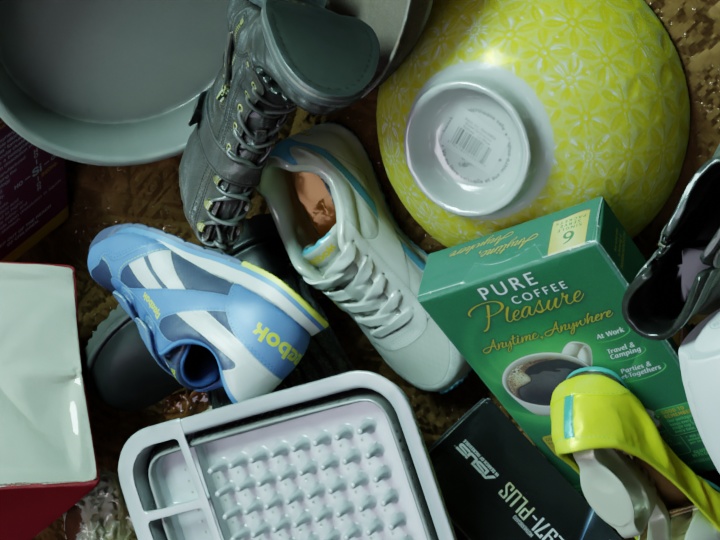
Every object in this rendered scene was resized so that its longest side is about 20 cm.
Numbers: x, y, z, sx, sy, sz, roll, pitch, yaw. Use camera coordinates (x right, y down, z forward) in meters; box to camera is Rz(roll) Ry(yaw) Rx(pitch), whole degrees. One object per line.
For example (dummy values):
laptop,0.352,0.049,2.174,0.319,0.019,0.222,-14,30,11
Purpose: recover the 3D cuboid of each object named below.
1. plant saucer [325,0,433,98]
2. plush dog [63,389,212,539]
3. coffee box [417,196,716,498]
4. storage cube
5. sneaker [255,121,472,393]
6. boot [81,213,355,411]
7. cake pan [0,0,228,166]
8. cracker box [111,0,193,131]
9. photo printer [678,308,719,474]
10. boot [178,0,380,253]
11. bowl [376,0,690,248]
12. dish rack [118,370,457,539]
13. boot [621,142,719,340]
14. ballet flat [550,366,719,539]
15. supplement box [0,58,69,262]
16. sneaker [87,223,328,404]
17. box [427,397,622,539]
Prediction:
plant saucer,0.001,-0.201,0.858,0.200,0.032,0.201,16,108,63
plush dog,-0.097,0.176,1.041,0.200,0.160,0.172,39,110,42
coffee box,0.137,0.052,0.857,0.123,0.044,0.200,-20,125,33
storage cube,-0.305,0.101,1.036,0.180,0.200,0.171,-39,55,51
sneaker,0.000,0.000,0.949,0.076,0.081,0.200,-35,88,32
boot,-0.102,0.076,0.981,0.211,0.079,0.158,-39,53,25
cake pan,-0.148,-0.157,0.918,0.200,0.200,0.037,-61,36,30
cracker box,-0.202,-0.207,1.009,0.200,0.058,0.134,38,121,13
photo printer,0.278,0.059,0.753,0.200,0.069,0.167,-33,104,5
boot,-0.060,-0.086,0.865,0.069,0.200,0.174,12,117,-21
bowl,0.084,-0.084,0.855,0.200,0.108,0.200,10,111,28
dish rack,-0.035,0.154,0.854,0.200,0.044,0.172,-17,91,24
boot,0.213,-0.054,0.765,0.068,0.131,0.200,29,107,21
ballet flat,0.173,0.140,0.853,0.067,0.067,0.200,-22,125,33
supplement box,-0.293,-0.104,1.029,0.131,0.103,0.200,35,146,16
sneaker,-0.115,0.027,0.913,0.200,0.074,0.082,18,75,42
box,0.072,0.204,0.936,0.164,0.086,0.200,47,144,8
